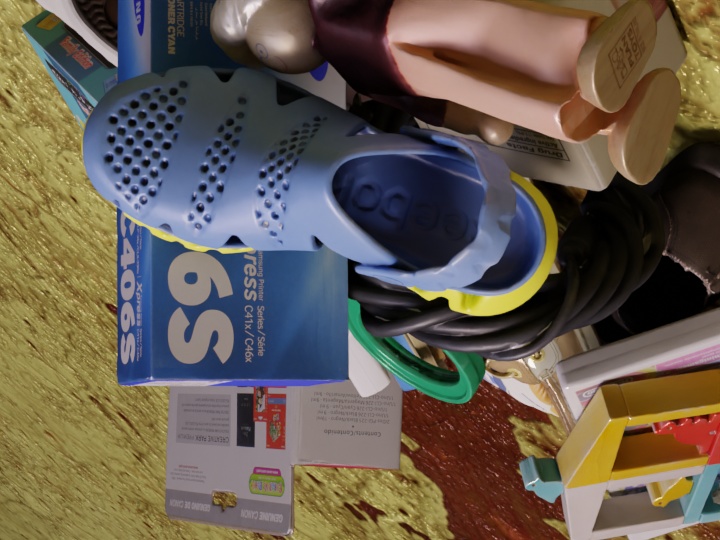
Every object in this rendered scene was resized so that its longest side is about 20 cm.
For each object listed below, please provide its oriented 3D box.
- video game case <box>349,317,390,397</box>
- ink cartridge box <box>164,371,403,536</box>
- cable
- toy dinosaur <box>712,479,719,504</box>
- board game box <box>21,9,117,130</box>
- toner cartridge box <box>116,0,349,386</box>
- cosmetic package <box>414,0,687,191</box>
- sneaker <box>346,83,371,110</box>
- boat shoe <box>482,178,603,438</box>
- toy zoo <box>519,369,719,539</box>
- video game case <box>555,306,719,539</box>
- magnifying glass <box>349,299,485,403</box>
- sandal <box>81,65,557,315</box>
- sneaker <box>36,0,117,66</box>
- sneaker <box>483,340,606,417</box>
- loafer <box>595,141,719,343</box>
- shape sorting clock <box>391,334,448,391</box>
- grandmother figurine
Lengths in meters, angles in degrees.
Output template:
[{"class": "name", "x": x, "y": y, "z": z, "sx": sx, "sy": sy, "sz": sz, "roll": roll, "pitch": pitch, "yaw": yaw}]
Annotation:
[{"class": "video game case", "x": -0.056, "y": -0.047, "z": 1.073, "sx": 0.183, "sy": 0.023, "sz": 0.200, "roll": 60, "pitch": -178, "yaw": -38}, {"class": "ink cartridge box", "x": -0.055, "y": 0.087, "z": 1.281, "sx": 0.083, "sy": 0.177, "sz": 0.200, "roll": 5, "pitch": 175, "yaw": -29}, {"class": "cable", "x": 0.059, "y": -0.023, "z": 0.873, "sx": 0.201, "sy": 0.162, "sz": 0.051, "roll": -116, "pitch": 30, "yaw": -50}, {"class": "toy dinosaur", "x": 0.253, "y": 0.075, "z": 0.895, "sx": 0.088, "sy": 0.048, "sz": 0.200, "roll": 15, "pitch": 134, "yaw": -27}, {"class": "board game box", "x": -0.121, "y": -0.061, "z": 1.166, "sx": 0.151, "sy": 0.047, "sz": 0.201, "roll": 42, "pitch": 163, "yaw": 53}, {"class": "toner cartridge box", "x": -0.056, "y": -0.051, "z": 0.820, "sx": 0.094, "sy": 0.202, "sz": 0.043, "roll": 1, "pitch": 174, "yaw": -28}, {"class": "cosmetic package", "x": 0.050, "y": -0.137, "z": 0.783, "sx": 0.103, "sy": 0.088, "sz": 0.200, "roll": 16, "pitch": 150, "yaw": 39}, {"class": "sneaker", "x": -0.039, "y": -0.112, "z": 0.980, "sx": 0.200, "sy": 0.082, "sz": 0.077, "roll": 46, "pitch": 157, "yaw": -24}, {"class": "boat shoe", "x": 0.081, "y": 0.020, "z": 1.008, "sx": 0.201, "sy": 0.066, "sz": 0.074, "roll": 65, "pitch": 175, "yaw": -11}, {"class": "toy zoo", "x": 0.177, "y": 0.089, "z": 0.946, "sx": 0.198, "sy": 0.021, "sz": 0.132, "roll": -8, "pitch": 146, "yaw": -9}, {"class": "video game case", "x": 0.187, "y": 0.076, "z": 0.966, "sx": 0.200, "sy": 0.142, "sz": 0.018, "roll": 59, "pitch": -166, "yaw": -56}, {"class": "magnifying glass", "x": 0.000, "y": 0.000, "z": 0.961, "sx": 0.079, "sy": 0.022, "sz": 0.200, "roll": 12, "pitch": 149, "yaw": 48}, {"class": "sandal", "x": -0.013, "y": -0.037, "z": 0.747, "sx": 0.198, "sy": 0.080, "sz": 0.087, "roll": 11, "pitch": 177, "yaw": -2}, {"class": "sneaker", "x": -0.137, "y": -0.160, "z": 1.044, "sx": 0.200, "sy": 0.073, "sz": 0.085, "roll": 46, "pitch": 170, "yaw": 23}, {"class": "sneaker", "x": 0.064, "y": 0.017, "z": 1.106, "sx": 0.088, "sy": 0.075, "sz": 0.200, "roll": 12, "pitch": 148, "yaw": 48}, {"class": "loafer", "x": 0.144, "y": 0.001, "z": 0.950, "sx": 0.073, "sy": 0.072, "sz": 0.200, "roll": 34, "pitch": 159, "yaw": 5}, {"class": "shape sorting clock", "x": -0.003, "y": -0.017, "z": 1.100, "sx": 0.201, "sy": 0.039, "sz": 0.200, "roll": 61, "pitch": -179, "yaw": -2}, {"class": "grandmother figurine", "x": 0.021, "y": -0.089, "z": 0.729, "sx": 0.199, "sy": 0.061, "sz": 0.122, "roll": 15, "pitch": 141, "yaw": 37}]
